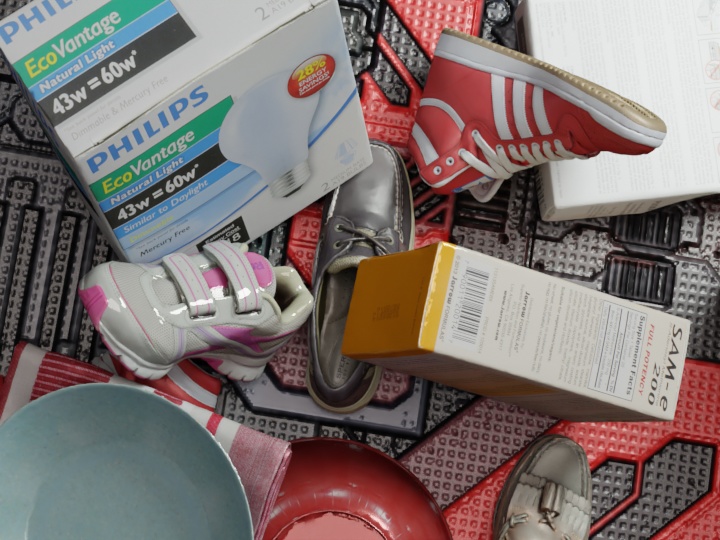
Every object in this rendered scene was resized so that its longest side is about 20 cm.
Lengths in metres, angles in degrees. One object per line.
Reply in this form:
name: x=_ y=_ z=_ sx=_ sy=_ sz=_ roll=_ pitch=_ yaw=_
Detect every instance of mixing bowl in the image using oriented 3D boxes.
mixing bowl: x=-0.023 y=0.211 z=1.092 sx=0.198 sy=0.108 sz=0.203 roll=1 pitch=80 yaw=-5

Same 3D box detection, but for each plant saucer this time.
plant saucer: x=-0.157 y=0.172 z=1.014 sx=0.199 sy=0.039 sz=0.204 roll=0 pitch=88 yaw=13

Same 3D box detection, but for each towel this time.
towel: x=-0.157 y=0.145 z=1.045 sx=0.198 sy=0.023 sz=0.145 roll=20 pitch=93 yaw=11

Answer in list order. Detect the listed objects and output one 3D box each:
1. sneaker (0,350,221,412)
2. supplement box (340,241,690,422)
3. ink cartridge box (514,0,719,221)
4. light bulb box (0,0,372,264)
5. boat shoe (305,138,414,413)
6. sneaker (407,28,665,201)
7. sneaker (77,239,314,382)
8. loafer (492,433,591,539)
sneaker: x=-0.194 y=0.078 z=1.117 sx=0.198 sy=0.071 sz=0.114 roll=22 pitch=84 yaw=-8
supplement box: x=0.104 y=0.045 z=1.089 sx=0.198 sy=0.126 sz=0.074 roll=17 pitch=78 yaw=-23
ink cartridge box: x=0.223 y=-0.128 z=1.196 sx=0.198 sy=0.057 sz=0.164 roll=-5 pitch=81 yaw=-10
light bulb box: x=-0.111 y=-0.115 z=1.076 sx=0.197 sy=0.200 sz=0.125 roll=-33 pitch=63 yaw=-9
boat shoe: x=0.000 y=0.000 z=1.147 sx=0.071 sy=0.065 sz=0.202 roll=12 pitch=79 yaw=-1
sneaker: x=0.115 y=-0.088 z=1.122 sx=0.199 sy=0.071 sz=0.113 roll=28 pitch=99 yaw=41
sneaker: x=-0.105 y=0.017 z=1.068 sx=0.088 sy=0.199 sz=0.082 roll=-41 pitch=67 yaw=23
loafer: x=0.119 y=0.211 z=1.124 sx=0.071 sy=0.063 sz=0.202 roll=21 pitch=80 yaw=0
